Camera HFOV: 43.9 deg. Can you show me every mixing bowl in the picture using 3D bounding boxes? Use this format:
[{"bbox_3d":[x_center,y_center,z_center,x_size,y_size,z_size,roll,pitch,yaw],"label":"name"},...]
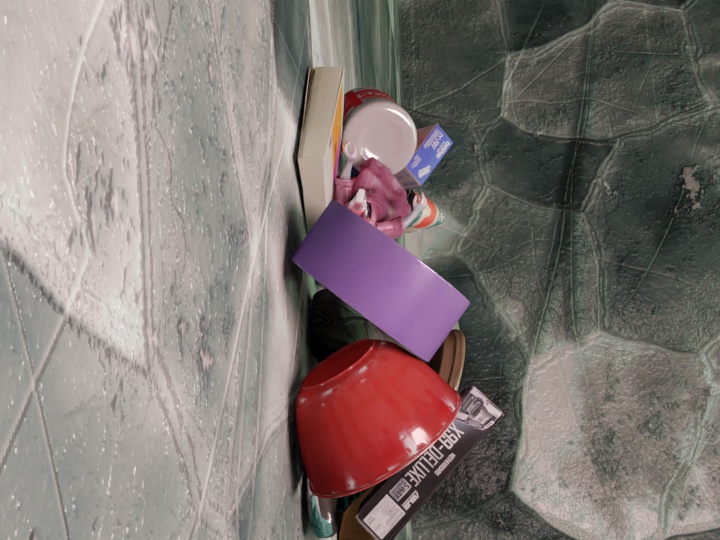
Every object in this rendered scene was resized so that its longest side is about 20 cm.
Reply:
[{"bbox_3d":[0.001,0.148,1.003,0.109,0.199,0.200,58,12,-9],"label":"mixing bowl"}]

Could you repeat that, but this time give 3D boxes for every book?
[{"bbox_3d":[-0.048,-0.157,1.183,0.201,0.047,0.135,-85,174,-46],"label":"book"}]

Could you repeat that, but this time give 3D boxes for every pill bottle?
[{"bbox_3d":[0.014,-0.220,1.374,0.200,0.111,0.114,-115,-161,-67],"label":"pill bottle"}]

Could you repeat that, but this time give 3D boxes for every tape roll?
[{"bbox_3d":[0.023,0.012,1.027,0.085,0.199,0.200,-53,171,-1],"label":"tape roll"}]

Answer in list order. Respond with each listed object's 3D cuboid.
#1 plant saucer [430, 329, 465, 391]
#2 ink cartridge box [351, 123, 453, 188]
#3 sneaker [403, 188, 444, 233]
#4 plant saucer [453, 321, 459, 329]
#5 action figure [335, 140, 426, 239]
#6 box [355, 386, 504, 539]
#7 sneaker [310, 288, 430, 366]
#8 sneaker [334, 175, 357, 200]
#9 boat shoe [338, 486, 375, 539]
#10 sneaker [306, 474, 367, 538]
[{"bbox_3d":[0.091,0.173,1.248,0.200,0.029,0.202,-158,-90,-83],"label":"plant saucer"},{"bbox_3d":[0.054,-0.174,1.435,0.044,0.199,0.094,46,68,-22],"label":"ink cartridge box"},{"bbox_3d":[0.053,-0.084,1.453,0.093,0.199,0.071,19,76,-36],"label":"sneaker"},{"bbox_3d":[0.095,0.048,1.400,0.199,0.050,0.201,35,27,-21],"label":"plant saucer"},{"bbox_3d":[0.001,-0.085,1.211,0.149,0.134,0.200,-50,178,22],"label":"action figure"},{"bbox_3d":[0.079,0.228,1.063,0.200,0.050,0.158,-47,172,-6],"label":"box"},{"bbox_3d":[0.009,0.116,1.173,0.199,0.076,0.115,34,51,-33],"label":"sneaker"},{"bbox_3d":[-0.003,-0.065,1.364,0.074,0.086,0.202,75,14,-58],"label":"sneaker"},{"bbox_3d":[0.002,0.321,1.316,0.065,0.072,0.202,-128,-128,-74],"label":"boat shoe"},{"bbox_3d":[-0.016,0.249,1.101,0.200,0.090,0.078,-79,164,-64],"label":"sneaker"}]
